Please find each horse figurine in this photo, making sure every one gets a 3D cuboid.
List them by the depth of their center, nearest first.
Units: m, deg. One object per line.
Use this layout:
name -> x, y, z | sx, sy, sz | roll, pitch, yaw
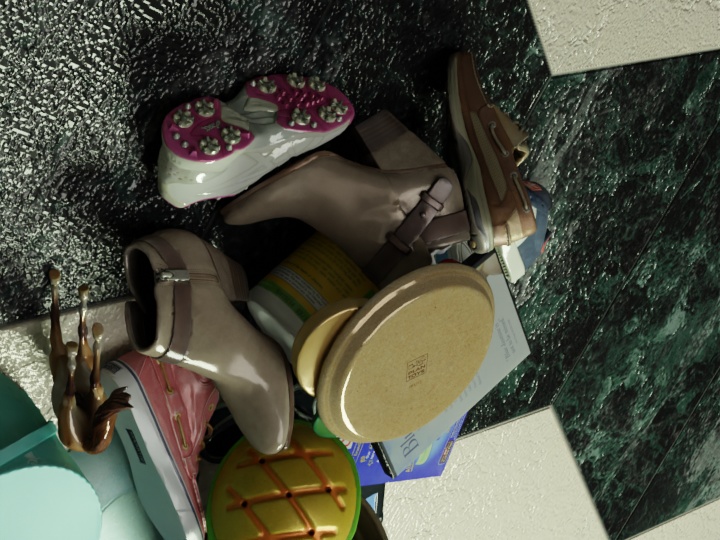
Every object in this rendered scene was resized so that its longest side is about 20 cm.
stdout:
horse figurine -> -0.225, 0.089, 1.282 | 0.050, 0.200, 0.133 | -6, 117, -17

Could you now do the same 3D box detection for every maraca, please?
maraca -> -0.076, 0.230, 1.421 | 0.107, 0.136, 0.201 | 103, 9, -71

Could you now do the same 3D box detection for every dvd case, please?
dvd case -> 0.075, 0.086, 1.517 | 0.200, 0.018, 0.143 | -40, 130, -21

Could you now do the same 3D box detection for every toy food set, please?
toy food set -> 0.036, 0.074, 1.408 | 0.200, 0.049, 0.198 | -35, 141, -15

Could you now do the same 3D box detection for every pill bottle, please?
pill bottle -> 0.000, 0.000, 1.485 | 0.200, 0.111, 0.111 | -42, 140, -15

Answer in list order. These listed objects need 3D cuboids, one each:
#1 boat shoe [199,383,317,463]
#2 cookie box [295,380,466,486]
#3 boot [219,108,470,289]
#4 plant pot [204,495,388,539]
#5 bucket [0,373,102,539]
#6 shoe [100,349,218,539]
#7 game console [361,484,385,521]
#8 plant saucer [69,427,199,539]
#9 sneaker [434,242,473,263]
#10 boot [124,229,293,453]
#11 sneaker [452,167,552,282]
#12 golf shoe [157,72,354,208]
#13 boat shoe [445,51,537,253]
boat shoe -> -0.059, 0.140, 1.503 | 0.199, 0.062, 0.075 | -10, 106, -5
cookie box -> 0.025, 0.129, 1.633 | 0.199, 0.075, 0.172 | 1, 116, -46
boot -> -0.005, -0.043, 1.406 | 0.199, 0.070, 0.147 | -31, 95, -2
plant pot -> -0.091, 0.308, 1.546 | 0.199, 0.201, 0.173 | -21, 169, -34
bucket -> -0.318, 0.195, 1.285 | 0.207, 0.135, 0.208 | -26, 133, -31
shoe -> -0.161, 0.155, 1.432 | 0.091, 0.071, 0.201 | -31, 112, -31
game console -> -0.041, 0.302, 1.728 | 0.176, 0.031, 0.201 | -21, 131, -34
plant saucer -> -0.224, 0.234, 1.486 | 0.200, 0.039, 0.202 | -25, 133, -30
sneaker -> 0.101, 0.019, 1.602 | 0.072, 0.072, 0.201 | -23, 108, 6
boot -> -0.135, 0.062, 1.348 | 0.070, 0.201, 0.146 | -27, 164, 28
sneaker -> 0.152, -0.074, 1.621 | 0.084, 0.075, 0.200 | -42, 150, -12
golf shoe -> -0.094, -0.111, 1.357 | 0.199, 0.075, 0.092 | -18, 149, -37
boat shoe -> 0.121, -0.112, 1.479 | 0.071, 0.201, 0.076 | -9, 161, -1
